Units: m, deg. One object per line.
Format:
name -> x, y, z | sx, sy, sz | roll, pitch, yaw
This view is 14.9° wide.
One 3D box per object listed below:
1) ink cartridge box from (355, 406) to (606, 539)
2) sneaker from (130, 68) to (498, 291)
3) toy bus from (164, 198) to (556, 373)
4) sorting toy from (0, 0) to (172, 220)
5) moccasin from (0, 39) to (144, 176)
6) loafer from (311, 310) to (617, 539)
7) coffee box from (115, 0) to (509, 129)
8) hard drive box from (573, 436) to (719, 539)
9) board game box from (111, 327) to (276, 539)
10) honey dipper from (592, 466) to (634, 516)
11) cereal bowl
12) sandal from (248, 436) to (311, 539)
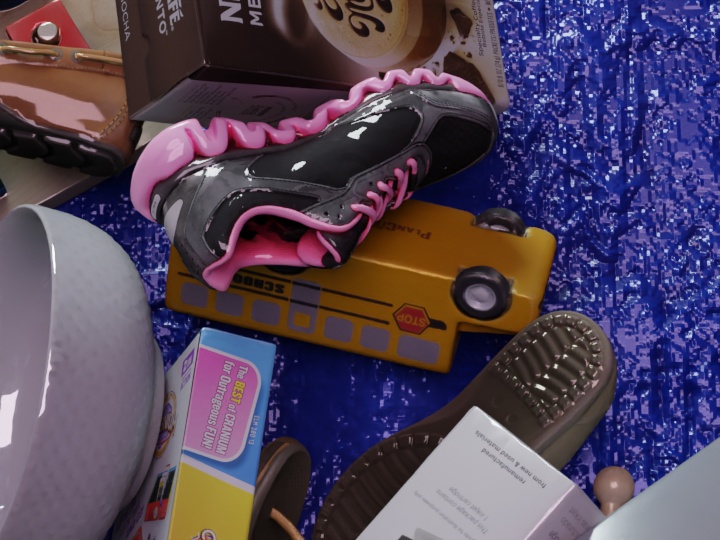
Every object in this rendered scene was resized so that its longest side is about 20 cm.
ink cartridge box -> 0.044, 0.191, 1.367 | 0.200, 0.147, 0.083 | -49, 49, -5
sneaker -> -0.012, -0.039, 1.406 | 0.200, 0.079, 0.095 | -16, 51, -19
toy bus -> 0.000, 0.000, 1.474 | 0.199, 0.078, 0.065 | 13, 37, 5
sorting toy -> -0.230, -0.122, 1.528 | 0.200, 0.070, 0.199 | -30, 75, -7
moccasin -> -0.210, -0.110, 1.449 | 0.201, 0.074, 0.078 | 11, 71, 4
loafer -> 0.062, 0.106, 1.446 | 0.200, 0.068, 0.076 | -39, 57, 11
coffee box -> -0.027, -0.135, 1.470 | 0.200, 0.080, 0.113 | 4, 70, -36
hard drive box -> 0.175, 0.174, 1.353 | 0.200, 0.156, 0.077 | -32, 46, -24
board game box -> -0.095, 0.147, 1.388 | 0.040, 0.153, 0.200 | 13, 68, -14
honey dipper -> 0.125, 0.199, 1.440 | 0.038, 0.038, 0.200 | 9, 71, 4
cereal bowl -> -0.155, 0.071, 1.415 | 0.083, 0.200, 0.201 | 12, 72, -22
sandal -> -0.049, 0.187, 1.423 | 0.054, 0.080, 0.200 | 10, 79, 16
